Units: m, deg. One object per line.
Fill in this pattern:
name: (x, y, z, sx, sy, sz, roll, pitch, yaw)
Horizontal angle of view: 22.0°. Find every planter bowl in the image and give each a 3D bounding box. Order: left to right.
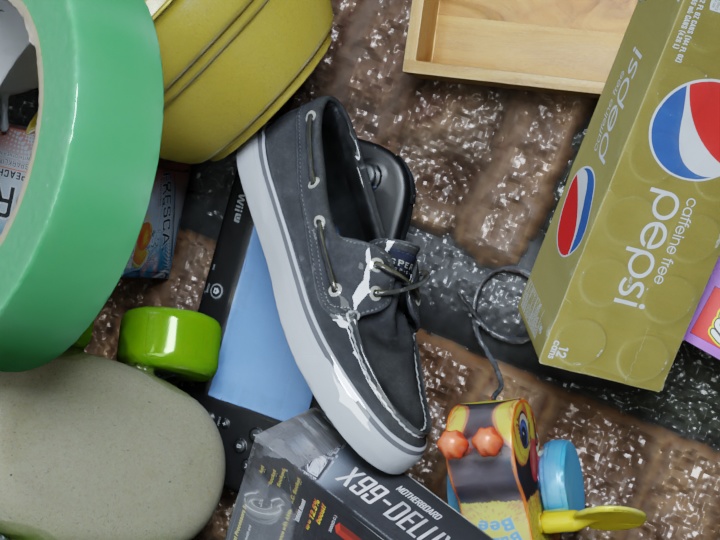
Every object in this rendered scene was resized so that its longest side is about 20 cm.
planter bowl: (-0.074, -0.115, 0.949, 0.200, 0.200, 0.083, -43, 104, 13)

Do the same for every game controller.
game controller: (-0.038, 0.023, 0.989, 0.104, 0.042, 0.201, 17, 93, 17)

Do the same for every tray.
tray: (0.127, -0.137, 0.942, 0.199, 0.037, 0.099, 9, 91, 17)

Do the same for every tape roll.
tape roll: (-0.167, -0.054, 0.861, 0.200, 0.048, 0.201, -18, 67, 48)

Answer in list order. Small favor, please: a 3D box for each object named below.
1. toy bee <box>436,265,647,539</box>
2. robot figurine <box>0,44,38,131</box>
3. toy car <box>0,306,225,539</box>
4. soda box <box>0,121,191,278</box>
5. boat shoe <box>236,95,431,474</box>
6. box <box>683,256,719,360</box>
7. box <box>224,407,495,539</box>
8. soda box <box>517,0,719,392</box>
toy bee: (0.062, 0.108, 0.920, 0.131, 0.109, 0.200, -29, 80, 17)
robot figurine: (-0.207, -0.178, 0.999, 0.170, 0.113, 0.200, -52, 55, 53)
toy car: (-0.184, 0.102, 0.987, 0.200, 0.158, 0.165, -9, 69, 49)
soda box: (-0.199, -0.048, 1.031, 0.199, 0.064, 0.069, 13, 93, 19)
boat shoe: (0.000, 0.000, 0.912, 0.066, 0.070, 0.200, -35, 57, 26)
box: (0.260, -0.023, 0.894, 0.137, 0.039, 0.200, 30, 98, 16)
box: (-0.006, 0.194, 0.918, 0.158, 0.050, 0.200, 34, 123, 27)
soda box: (0.143, -0.046, 0.882, 0.068, 0.064, 0.200, 14, 113, -12)
